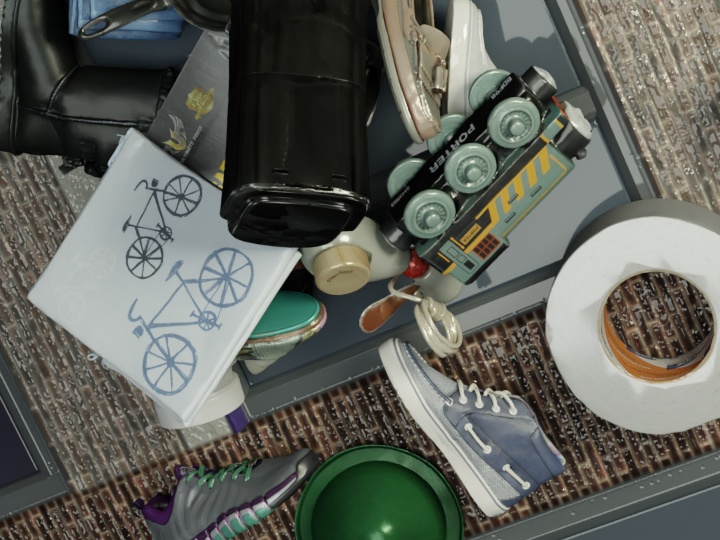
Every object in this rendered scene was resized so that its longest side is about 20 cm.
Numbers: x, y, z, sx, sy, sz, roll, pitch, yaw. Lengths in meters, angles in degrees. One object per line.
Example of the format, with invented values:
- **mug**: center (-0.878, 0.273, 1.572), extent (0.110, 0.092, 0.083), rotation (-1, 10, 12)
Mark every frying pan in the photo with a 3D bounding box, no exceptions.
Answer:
- **frying pan**: center (-0.143, -0.236, 1.613), extent (0.115, 0.031, 0.190), rotation (43, 92, 5)

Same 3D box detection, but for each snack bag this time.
- **snack bag**: center (-0.176, 0.005, 1.605), extent (0.199, 0.021, 0.190), rotation (34, 94, 16)

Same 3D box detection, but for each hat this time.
- **hat**: center (0.007, 0.265, 1.713), extent (0.165, 0.176, 0.201), rotation (37, 111, 0)

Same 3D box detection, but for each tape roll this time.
- **tape roll**: center (0.266, 0.041, 1.647), extent (0.198, 0.066, 0.202), rotation (4, 106, 12)

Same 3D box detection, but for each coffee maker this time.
- **coffee maker**: center (-0.058, -0.138, 1.503), extent (0.133, 0.192, 0.202), rotation (-4, 70, 8)

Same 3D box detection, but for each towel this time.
- **towel**: center (-0.202, -0.306, 1.633), extent (0.110, 0.049, 0.202), rotation (0, 101, -18)

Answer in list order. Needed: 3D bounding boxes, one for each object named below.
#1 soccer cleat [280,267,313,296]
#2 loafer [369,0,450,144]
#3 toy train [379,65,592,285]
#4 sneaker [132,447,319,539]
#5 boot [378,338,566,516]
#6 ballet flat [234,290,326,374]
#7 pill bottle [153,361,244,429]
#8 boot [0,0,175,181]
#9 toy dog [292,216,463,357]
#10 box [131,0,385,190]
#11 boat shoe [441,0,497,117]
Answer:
- **soccer cleat**: center (-0.063, -0.035, 1.701), extent (0.080, 0.068, 0.202), rotation (-12, 100, 15)
- **loafer**: center (0.046, -0.206, 1.582), extent (0.062, 0.072, 0.202), rotation (-18, 64, 9)
- **toy train**: center (0.108, -0.082, 1.584), extent (0.114, 0.085, 0.200), rotation (36, 104, -31)
- **sneaker**: center (-0.134, 0.212, 1.789), extent (0.199, 0.074, 0.088), rotation (-36, 91, 21)
- **boot**: center (0.105, 0.128, 1.715), extent (0.090, 0.073, 0.201), rotation (-33, 105, 12)
- **ballet flat**: center (-0.122, 0.062, 1.640), extent (0.198, 0.069, 0.072), rotation (-5, 128, 10)
- **pill bottle**: center (-0.174, 0.039, 1.723), extent (0.112, 0.113, 0.202), rotation (-12, 104, 16)
- **boot**: center (-0.248, -0.179, 1.697), extent (0.161, 0.073, 0.200), rotation (10, 107, 7)
- **toy dog**: center (0.000, 0.000, 1.642), extent (0.096, 0.133, 0.200), rotation (-28, 126, 31)
- **box**: center (-0.087, -0.143, 1.648), extent (0.157, 0.048, 0.201), rotation (30, 90, 2)
- **boat shoe**: center (0.109, -0.142, 1.630), extent (0.068, 0.072, 0.202), rotation (-4, 102, -2)
